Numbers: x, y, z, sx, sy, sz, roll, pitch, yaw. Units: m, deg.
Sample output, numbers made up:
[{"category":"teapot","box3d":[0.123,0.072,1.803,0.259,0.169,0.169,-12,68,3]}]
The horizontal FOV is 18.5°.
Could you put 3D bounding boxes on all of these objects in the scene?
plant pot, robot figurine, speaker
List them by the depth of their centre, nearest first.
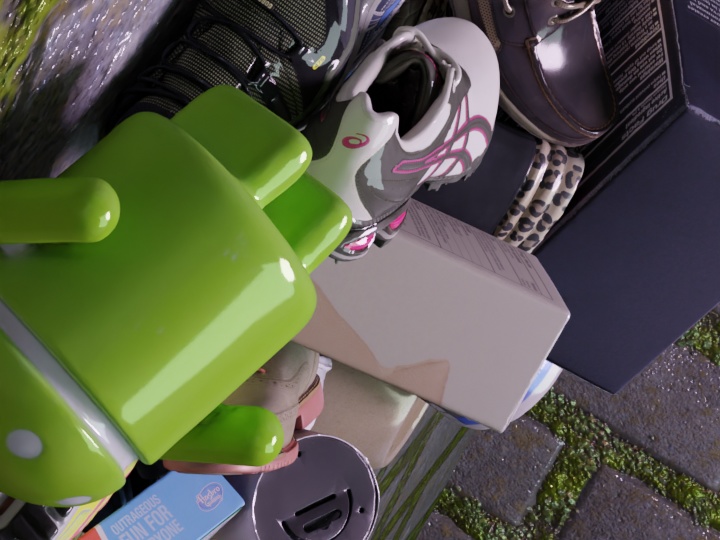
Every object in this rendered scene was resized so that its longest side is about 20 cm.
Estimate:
[{"category":"robot figurine","box3d":[-0.100,0.015,0.920,0.200,0.116,0.175,-42,135,-10]},{"category":"speaker","box3d":[-0.069,0.124,1.299,0.081,0.081,0.200,-57,-155,-13]},{"category":"plant pot","box3d":[-0.017,0.063,1.527,0.200,0.134,0.200,-56,170,-15]}]

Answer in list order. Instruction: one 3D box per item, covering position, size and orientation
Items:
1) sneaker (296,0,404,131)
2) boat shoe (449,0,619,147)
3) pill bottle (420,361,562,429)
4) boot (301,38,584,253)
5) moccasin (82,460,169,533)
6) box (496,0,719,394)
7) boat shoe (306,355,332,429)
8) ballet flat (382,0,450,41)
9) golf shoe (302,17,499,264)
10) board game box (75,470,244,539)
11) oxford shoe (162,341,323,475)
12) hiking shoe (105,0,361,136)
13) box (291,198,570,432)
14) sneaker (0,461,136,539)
[{"category":"sneaker","box3d":[-0.001,-0.161,1.131,0.200,0.077,0.085,-52,178,9]},{"category":"boat shoe","box3d":[0.089,-0.154,1.168,0.073,0.200,0.074,-9,-150,46]},{"category":"pill bottle","box3d":[0.032,0.009,1.394,0.114,0.200,0.114,-29,-137,31]},{"category":"boot","box3d":[0.014,-0.031,1.248,0.204,0.154,0.074,-51,-155,38]},{"category":"moccasin","box3d":[-0.120,0.083,1.245,0.080,0.068,0.200,-52,168,-38]},{"category":"box","box3d":[0.164,-0.070,1.324,0.200,0.123,0.198,-46,-154,34]},{"category":"boat shoe","box3d":[-0.065,0.051,1.348,0.069,0.072,0.200,-65,151,-7]},{"category":"ballet flat","box3d":[0.038,-0.133,1.284,0.067,0.046,0.200,-59,174,-9]},{"category":"golf shoe","box3d":[0.030,-0.081,1.078,0.088,0.077,0.200,-58,176,39]},{"category":"board game box","box3d":[-0.167,0.193,1.202,0.200,0.040,0.153,-45,173,38]},{"category":"oxford shoe","box3d":[-0.064,0.059,1.182,0.200,0.071,0.074,-61,152,-76]},{"category":"hiking shoe","box3d":[-0.064,-0.077,1.010,0.200,0.076,0.101,-62,174,21]},{"category":"box","box3d":[0.000,0.000,1.156,0.078,0.200,0.095,-61,-164,14]},{"category":"sneaker","box3d":[-0.142,0.079,1.127,0.200,0.078,0.090,-46,171,-25]}]
